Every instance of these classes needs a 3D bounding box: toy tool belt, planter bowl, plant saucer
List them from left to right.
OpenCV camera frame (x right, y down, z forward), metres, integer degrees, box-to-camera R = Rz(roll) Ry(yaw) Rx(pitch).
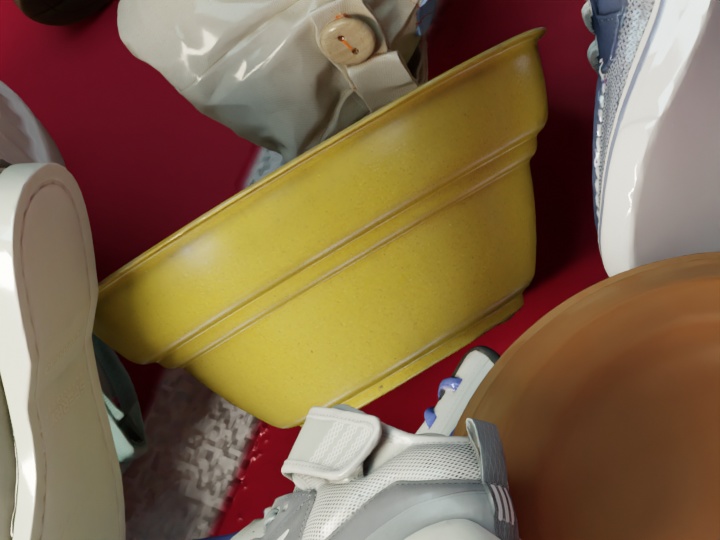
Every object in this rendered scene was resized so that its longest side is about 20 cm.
[{"bbox_3d":[-0.010,-0.136,1.032,0.123,0.125,0.200,-48,19,28],"label":"toy tool belt"},{"bbox_3d":[0.000,0.000,0.976,0.200,0.200,0.084,-32,89,18],"label":"planter bowl"},{"bbox_3d":[0.120,0.079,0.873,0.199,0.037,0.201,-3,63,6],"label":"plant saucer"}]

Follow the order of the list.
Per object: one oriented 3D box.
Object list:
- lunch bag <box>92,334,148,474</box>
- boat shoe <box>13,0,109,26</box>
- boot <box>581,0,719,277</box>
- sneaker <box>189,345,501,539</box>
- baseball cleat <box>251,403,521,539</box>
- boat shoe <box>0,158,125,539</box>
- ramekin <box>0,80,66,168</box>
[{"bbox_3d":[-0.189,0.044,1.086,0.170,0.122,0.200,-37,58,7],"label":"lunch bag"},{"bbox_3d":[-0.087,-0.196,1.162,0.200,0.072,0.065,-48,53,13],"label":"boat shoe"},{"bbox_3d":[0.105,-0.095,0.976,0.090,0.073,0.201,22,99,47],"label":"boot"},{"bbox_3d":[0.024,0.089,0.960,0.198,0.081,0.116,-2,64,25],"label":"sneaker"},{"bbox_3d":[-0.023,0.109,0.891,0.200,0.070,0.107,-28,51,32],"label":"baseball cleat"},{"bbox_3d":[-0.121,0.059,0.915,0.060,0.072,0.203,5,112,20],"label":"boat shoe"},{"bbox_3d":[-0.212,-0.013,0.980,0.199,0.105,0.201,-15,53,21],"label":"ramekin"}]
